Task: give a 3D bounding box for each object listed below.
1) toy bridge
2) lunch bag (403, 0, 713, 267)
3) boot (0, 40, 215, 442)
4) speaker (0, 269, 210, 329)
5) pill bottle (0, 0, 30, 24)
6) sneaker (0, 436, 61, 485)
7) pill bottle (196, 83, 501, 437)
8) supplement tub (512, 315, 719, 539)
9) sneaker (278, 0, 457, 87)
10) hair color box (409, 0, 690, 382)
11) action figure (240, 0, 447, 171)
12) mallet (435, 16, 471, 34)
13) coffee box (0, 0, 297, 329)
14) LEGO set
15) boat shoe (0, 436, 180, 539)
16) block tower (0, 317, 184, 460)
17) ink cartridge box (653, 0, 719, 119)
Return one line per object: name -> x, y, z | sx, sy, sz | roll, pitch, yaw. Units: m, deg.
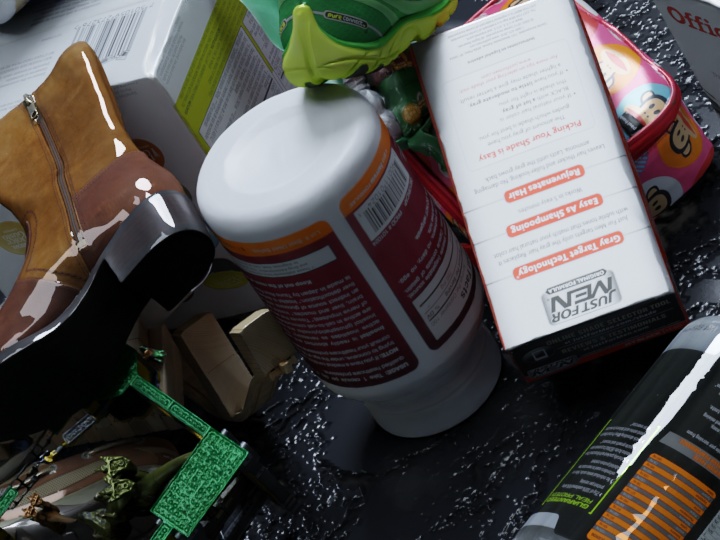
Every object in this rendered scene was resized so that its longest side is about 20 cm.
toy bridge -> -0.085, 0.058, 1.630 | 0.027, 0.067, 0.200 | -36, 14, -22
lunch bag -> 0.101, -0.075, 1.645 | 0.176, 0.082, 0.200 | -40, 39, -1
boot -> -0.191, -0.019, 1.530 | 0.188, 0.068, 0.200 | -47, 45, 10
speaker -> -0.172, 0.026, 1.659 | 0.200, 0.081, 0.081 | -43, 24, 43
pill bottle -> -0.198, -0.260, 1.714 | 0.200, 0.116, 0.116 | -45, 38, -16
sneaker -> -0.271, 0.152, 1.668 | 0.200, 0.077, 0.076 | -28, 56, 4
pill bottle -> 0.000, 0.000, 1.530 | 0.113, 0.200, 0.113 | -20, 38, 17
supplement tub -> 0.155, 0.130, 1.334 | 0.122, 0.123, 0.200 | 20, 62, 47
sneaker -> 0.004, -0.167, 1.534 | 0.074, 0.084, 0.200 | -7, 18, 19
hair color box -> 0.105, -0.049, 1.523 | 0.101, 0.061, 0.200 | -19, 65, 8
action figure -> 0.007, -0.136, 1.632 | 0.118, 0.055, 0.200 | -24, 63, -25
mallet -> 0.106, -0.199, 1.815 | 0.066, 0.041, 0.200 | 3, 46, 34
coffee box -> -0.141, -0.095, 1.745 | 0.199, 0.198, 0.200 | -13, 39, 27
LEGO set -> -0.129, 0.150, 1.525 | 0.154, 0.116, 0.200 | 23, 76, 25
boat shoe -> -0.191, 0.154, 1.616 | 0.200, 0.076, 0.072 | -17, 33, 5
block tower -> -0.208, 0.076, 1.609 | 0.200, 0.054, 0.058 | -12, 56, 10
ink cartridge box -> 0.258, -0.096, 1.443 | 0.086, 0.200, 0.146 | -44, 38, -14
